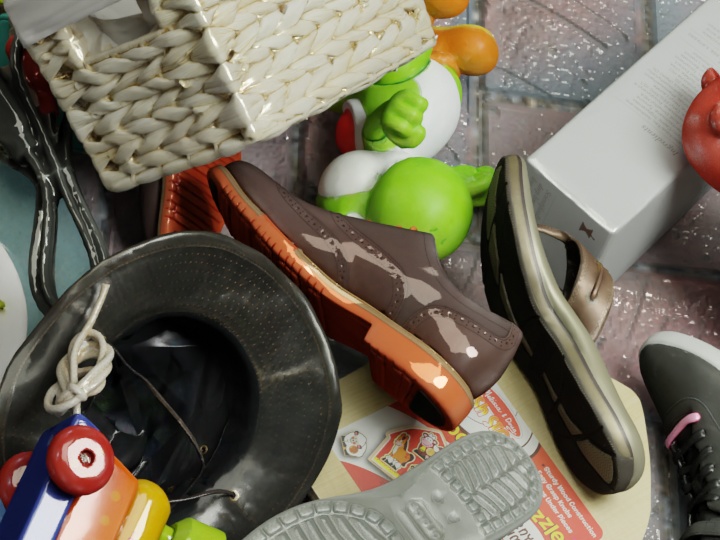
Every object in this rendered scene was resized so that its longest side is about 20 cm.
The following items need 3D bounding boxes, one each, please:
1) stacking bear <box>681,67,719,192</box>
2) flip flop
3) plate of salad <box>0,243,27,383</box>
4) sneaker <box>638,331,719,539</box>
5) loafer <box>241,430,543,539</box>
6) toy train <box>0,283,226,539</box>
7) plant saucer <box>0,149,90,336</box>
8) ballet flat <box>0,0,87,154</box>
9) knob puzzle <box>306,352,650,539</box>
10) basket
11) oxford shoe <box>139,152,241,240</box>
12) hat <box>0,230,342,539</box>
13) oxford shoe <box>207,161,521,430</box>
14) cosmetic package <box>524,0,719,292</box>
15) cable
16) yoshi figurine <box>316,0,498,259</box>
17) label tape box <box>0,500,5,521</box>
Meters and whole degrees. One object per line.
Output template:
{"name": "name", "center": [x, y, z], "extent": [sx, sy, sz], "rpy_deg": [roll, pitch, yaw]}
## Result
{"name": "stacking bear", "center": [0.257, -0.030, 1.515], "extent": [0.200, 0.114, 0.121], "rpy_deg": [52, 23, -19]}
{"name": "flip flop", "center": [0.118, 0.028, 1.478], "extent": [0.058, 0.081, 0.200], "rpy_deg": [-17, 67, -18]}
{"name": "plate of salad", "center": [-0.273, 0.015, 1.393], "extent": [0.200, 0.048, 0.200], "rpy_deg": [7, 51, -9]}
{"name": "sneaker", "center": [0.195, 0.126, 1.474], "extent": [0.099, 0.071, 0.200], "rpy_deg": [-23, 70, -31]}
{"name": "loafer", "center": [0.006, 0.150, 1.377], "extent": [0.200, 0.070, 0.075], "rpy_deg": [-21, 71, -29]}
{"name": "toy train", "center": [-0.115, 0.116, 1.315], "extent": [0.116, 0.085, 0.200], "rpy_deg": [31, 63, -18]}
{"name": "plant saucer", "center": [-0.238, 0.015, 1.461], "extent": [0.201, 0.039, 0.201], "rpy_deg": [7, 56, -10]}
{"name": "ballet flat", "center": [-0.213, -0.141, 1.559], "extent": [0.200, 0.067, 0.067], "rpy_deg": [32, 34, 10]}
{"name": "knob puzzle", "center": [0.073, 0.116, 1.476], "extent": [0.219, 0.030, 0.220], "rpy_deg": [6, 56, -9]}
{"name": "basket", "center": [-0.070, -0.136, 1.460], "extent": [0.200, 0.135, 0.124], "rpy_deg": [-31, 101, -49]}
{"name": "oxford shoe", "center": [-0.115, -0.090, 1.556], "extent": [0.072, 0.071, 0.200], "rpy_deg": [-10, 62, 24]}
{"name": "hat", "center": [-0.113, 0.076, 1.413], "extent": [0.200, 0.081, 0.201], "rpy_deg": [-2, 95, -26]}
{"name": "oxford shoe", "center": [0.000, 0.000, 1.464], "extent": [0.200, 0.071, 0.073], "rpy_deg": [42, 74, 15]}
{"name": "cosmetic package", "center": [0.170, -0.070, 1.580], "extent": [0.074, 0.102, 0.200], "rpy_deg": [41, 56, 15]}
{"name": "cable", "center": [-0.172, -0.062, 1.477], "extent": [0.097, 0.050, 0.200], "rpy_deg": [-29, 74, -4]}
{"name": "yoshi figurine", "center": [0.038, -0.074, 1.548], "extent": [0.112, 0.112, 0.200], "rpy_deg": [23, 61, -9]}
{"name": "label tape box", "center": [-0.218, 0.173, 1.347], "extent": [0.200, 0.066, 0.143], "rpy_deg": [-31, 70, -27]}
